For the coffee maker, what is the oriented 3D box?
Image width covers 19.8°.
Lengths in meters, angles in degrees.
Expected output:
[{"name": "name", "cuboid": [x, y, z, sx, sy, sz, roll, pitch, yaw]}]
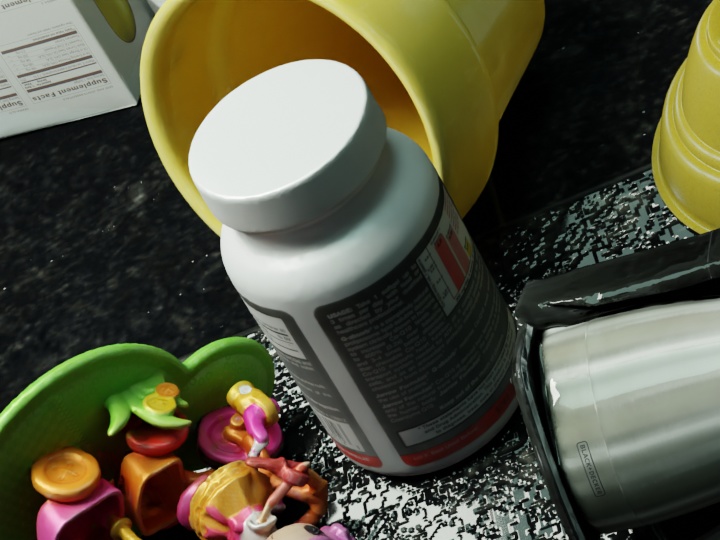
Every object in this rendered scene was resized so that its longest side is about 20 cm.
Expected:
[{"name": "coffee maker", "cuboid": [0.180, 0.026, 0.939, 0.199, 0.135, 0.193, -17, 40, 16]}]

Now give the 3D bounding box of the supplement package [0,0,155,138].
[{"name": "supplement package", "cuboid": [-0.247, -0.219, 1.419, 0.150, 0.200, 0.152, -11, 43, 21]}]

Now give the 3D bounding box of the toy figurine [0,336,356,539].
[{"name": "toy figurine", "cuboid": [-0.067, 0.137, 1.014, 0.199, 0.151, 0.184, -25, 46, -33]}]

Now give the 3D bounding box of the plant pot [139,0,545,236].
[{"name": "plant pot", "cuboid": [0.007, -0.121, 1.174, 0.200, 0.202, 0.189, 4, 35, 35]}]

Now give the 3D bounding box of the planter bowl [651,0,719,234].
[{"name": "planter bowl", "cuboid": [0.237, -0.110, 1.088, 0.199, 0.084, 0.201, -18, 41, 16]}]

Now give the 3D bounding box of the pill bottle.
[{"name": "pill bottle", "cuboid": [0.000, 0.000, 1.028, 0.115, 0.200, 0.116, -17, 41, 15]}]

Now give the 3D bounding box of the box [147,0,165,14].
[{"name": "box", "cuboid": [-0.059, -0.232, 1.443, 0.200, 0.039, 0.041, -39, 38, -11]}]
